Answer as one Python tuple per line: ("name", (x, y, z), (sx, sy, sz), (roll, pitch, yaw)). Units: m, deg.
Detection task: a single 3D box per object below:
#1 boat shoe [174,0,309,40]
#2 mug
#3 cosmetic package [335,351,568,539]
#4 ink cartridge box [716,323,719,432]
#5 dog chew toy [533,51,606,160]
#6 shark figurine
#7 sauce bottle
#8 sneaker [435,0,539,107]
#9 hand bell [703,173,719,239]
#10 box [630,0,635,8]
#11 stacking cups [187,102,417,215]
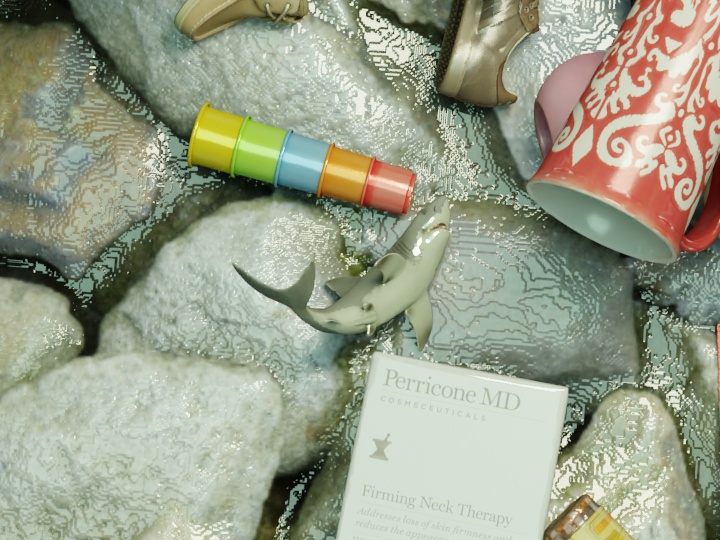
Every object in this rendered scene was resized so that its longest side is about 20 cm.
("boat shoe", (-0.070, -0.252, 1.733), (0.199, 0.071, 0.065), (-31, 83, 0))
("mug", (0.239, -0.118, 1.576), (0.133, 0.178, 0.201), (23, 81, 23))
("cosmetic package", (0.074, 0.183, 1.640), (0.166, 0.166, 0.201), (11, 85, 5))
("ink cartridge box", (0.389, 0.143, 1.679), (0.159, 0.047, 0.201), (-2, 87, 4))
("dog chew toy", (0.252, -0.136, 1.679), (0.199, 0.125, 0.125), (-13, 84, -4))
("shark figurine", (-0.013, 0.017, 1.695), (0.089, 0.214, 0.129), (21, 122, 42))
("sauce bottle", (0.241, 0.281, 1.673), (0.066, 0.066, 0.200), (-45, 86, 0))
("sneaker", (0.126, -0.242, 1.731), (0.075, 0.070, 0.201), (17, 90, -13))
("hand bell", (0.349, -0.058, 1.615), (0.104, 0.200, 0.105), (0, 93, 2))
("box", (0.324, -0.285, 1.667), (0.199, 0.104, 0.149), (-6, 60, 3))
("stacking cups", (-0.051, -0.090, 1.727), (0.199, 0.061, 0.061), (18, 87, 4))
